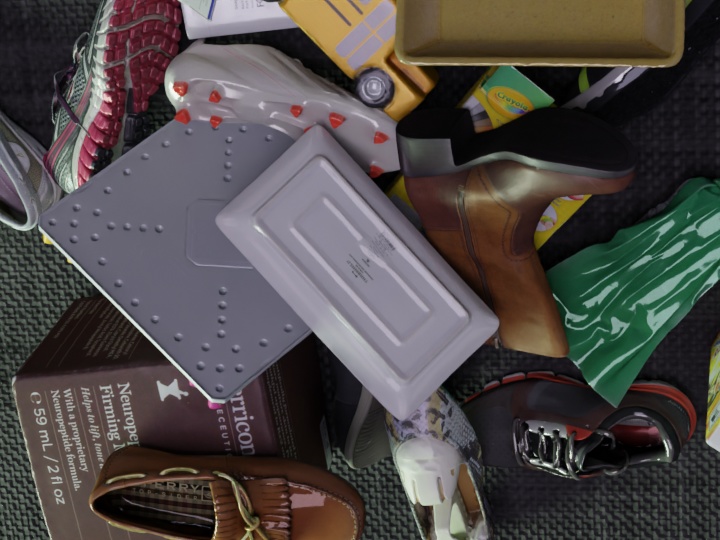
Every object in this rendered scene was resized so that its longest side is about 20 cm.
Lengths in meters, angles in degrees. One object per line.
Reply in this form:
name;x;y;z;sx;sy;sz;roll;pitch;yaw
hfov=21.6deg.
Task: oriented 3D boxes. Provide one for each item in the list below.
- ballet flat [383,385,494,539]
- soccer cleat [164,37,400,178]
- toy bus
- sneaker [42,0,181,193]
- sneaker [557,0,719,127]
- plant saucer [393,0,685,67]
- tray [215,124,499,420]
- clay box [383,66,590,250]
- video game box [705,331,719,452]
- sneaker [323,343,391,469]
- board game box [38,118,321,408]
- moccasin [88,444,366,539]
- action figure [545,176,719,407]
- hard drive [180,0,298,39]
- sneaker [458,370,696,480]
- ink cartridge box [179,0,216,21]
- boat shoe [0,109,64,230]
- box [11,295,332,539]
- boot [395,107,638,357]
ballet flat;0.065;0.169;1.478;0.071;0.072;0.201;-9;132;14
soccer cleat;-0.049;-0.129;1.410;0.199;0.078;0.070;17;138;8
toy bus;-0.016;-0.204;1.363;0.200;0.065;0.078;44;111;-7
sneaker;-0.198;-0.149;1.443;0.074;0.080;0.201;28;108;32
sneaker;0.209;-0.183;1.368;0.200;0.072;0.083;-44;63;26
plant saucer;0.128;-0.234;1.324;0.198;0.048;0.202;2;79;8
tray;0.000;0.000;1.349;0.107;0.022;0.200;-43;91;-12
clay box;0.100;-0.068;1.398;0.115;0.048;0.200;38;131;-5
video game box;0.318;0.020;1.349;0.047;0.182;0.201;31;113;2
sneaker;0.002;0.061;1.494;0.106;0.074;0.201;49;145;34
board game box;-0.101;-0.021;1.392;0.200;0.200;0.026;43;152;16
moccasin;-0.096;0.170;1.361;0.200;0.078;0.074;12;113;5
action figure;0.227;-0.006;1.426;0.200;0.055;0.118;-43;97;15
hard drive;-0.043;-0.249;1.400;0.198;0.027;0.133;-5;110;13
sneaker;0.160;0.126;1.472;0.198;0.082;0.078;-7;109;16
ink cartridge box;-0.132;-0.253;1.339;0.037;0.200;0.095;3;115;-36
boat shoe;-0.322;-0.111;1.484;0.202;0.065;0.074;45;112;-7
box;-0.142;0.115;1.481;0.198;0.164;0.167;-6;109;13
boot;0.122;-0.014;1.350;0.187;0.069;0.201;2;126;25
